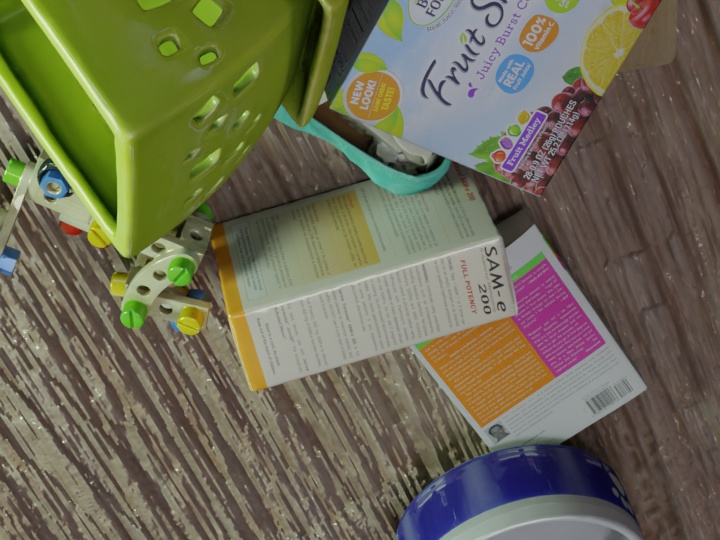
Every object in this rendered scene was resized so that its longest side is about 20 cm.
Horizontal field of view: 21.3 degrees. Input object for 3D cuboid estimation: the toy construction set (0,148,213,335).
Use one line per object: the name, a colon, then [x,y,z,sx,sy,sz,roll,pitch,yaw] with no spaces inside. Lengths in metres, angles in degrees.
toy construction set: [-0.189,-0.023,1.347,0.199,0.092,0.131,12,135,-18]

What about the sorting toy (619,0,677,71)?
sorting toy: [0.110,-0.230,1.289,0.198,0.070,0.201,-9,123,-7]

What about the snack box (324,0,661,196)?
snack box: [0.091,-0.169,1.239,0.168,0.068,0.200,22,113,-22]

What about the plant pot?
plant pot: [-0.121,-0.157,1.164,0.181,0.200,0.199,-32,167,-17]

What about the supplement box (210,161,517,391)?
supplement box: [0.000,0.000,1.377,0.199,0.126,0.074,-16,123,-1]

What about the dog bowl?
dog bowl: [0.131,0.234,1.561,0.199,0.079,0.201,-8,135,-8]

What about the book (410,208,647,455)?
book: [0.124,0.059,1.492,0.133,0.048,0.200,-32,125,7]

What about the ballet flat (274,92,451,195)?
ballet flat: [-0.012,-0.121,1.322,0.200,0.068,0.070,33,154,-26]
